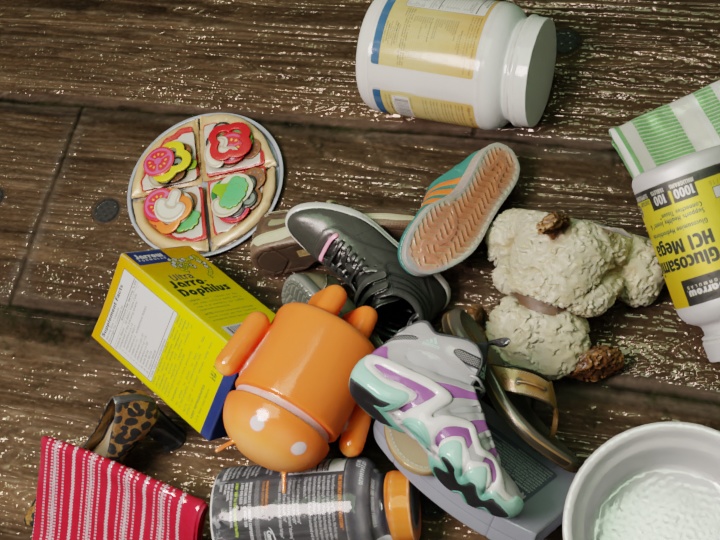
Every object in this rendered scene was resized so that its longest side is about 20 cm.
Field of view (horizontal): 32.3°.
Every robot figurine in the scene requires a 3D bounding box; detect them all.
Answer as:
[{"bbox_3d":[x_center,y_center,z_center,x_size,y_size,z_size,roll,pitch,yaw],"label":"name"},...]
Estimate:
[{"bbox_3d":[-0.057,0.113,1.216,0.117,0.144,0.200,15,65,36],"label":"robot figurine"}]

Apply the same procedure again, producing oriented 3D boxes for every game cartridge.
[{"bbox_3d":[0.115,0.190,1.223,0.200,0.041,0.133,36,33,27],"label":"game cartridge"}]

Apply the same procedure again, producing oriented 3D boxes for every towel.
[{"bbox_3d":[0.391,-0.138,1.359,0.200,0.023,0.153,-24,60,3],"label":"towel"},{"bbox_3d":[-0.252,0.265,1.278,0.200,0.022,0.145,19,112,18],"label":"towel"}]

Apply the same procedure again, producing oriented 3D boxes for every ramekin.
[{"bbox_3d":[0.289,0.249,1.148,0.200,0.098,0.201,-4,66,10],"label":"ramekin"}]

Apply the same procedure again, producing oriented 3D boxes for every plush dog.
[{"bbox_3d":[0.196,0.030,1.274,0.200,0.160,0.172,15,93,21],"label":"plush dog"}]

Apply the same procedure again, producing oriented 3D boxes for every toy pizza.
[{"bbox_3d":[-0.191,-0.109,1.496,0.200,0.032,0.201,-6,63,12],"label":"toy pizza"}]

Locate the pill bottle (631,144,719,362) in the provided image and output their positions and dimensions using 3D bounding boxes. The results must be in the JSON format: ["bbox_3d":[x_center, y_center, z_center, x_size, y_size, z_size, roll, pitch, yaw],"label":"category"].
[{"bbox_3d":[0.353,-0.016,1.231,0.112,0.112,0.200,-20,86,5],"label":"pill bottle"}]

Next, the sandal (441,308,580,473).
[{"bbox_3d":[0.156,0.111,1.221,0.055,0.082,0.200,-39,68,13],"label":"sandal"}]

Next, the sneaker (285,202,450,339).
[{"bbox_3d":[0.000,0.000,1.314,0.200,0.099,0.071,32,118,0],"label":"sneaker"}]

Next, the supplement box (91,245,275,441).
[{"bbox_3d":[-0.174,0.073,1.337,0.200,0.109,0.109,37,115,27],"label":"supplement box"}]

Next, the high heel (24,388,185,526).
[{"bbox_3d":[-0.294,0.197,1.310,0.200,0.143,0.071,-33,61,-2],"label":"high heel"}]

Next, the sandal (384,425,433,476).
[{"bbox_3d":[0.080,0.109,1.231,0.078,0.070,0.212,22,34,6],"label":"sandal"}]

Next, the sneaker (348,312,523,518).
[{"bbox_3d":[0.103,0.120,1.151,0.200,0.078,0.140,44,68,5],"label":"sneaker"}]

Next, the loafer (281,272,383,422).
[{"bbox_3d":[-0.002,0.075,1.328,0.070,0.075,0.200,-23,70,-41],"label":"loafer"}]

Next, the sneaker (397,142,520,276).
[{"bbox_3d":[0.096,-0.058,1.352,0.071,0.080,0.200,50,57,-11],"label":"sneaker"}]

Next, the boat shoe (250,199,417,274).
[{"bbox_3d":[-0.026,-0.052,1.403,0.202,0.075,0.075,-6,50,7],"label":"boat shoe"}]

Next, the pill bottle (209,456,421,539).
[{"bbox_3d":[-0.041,0.242,1.241,0.200,0.106,0.106,-6,63,12],"label":"pill bottle"}]

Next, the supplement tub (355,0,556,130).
[{"bbox_3d":[0.110,-0.239,1.414,0.200,0.145,0.145,13,69,20],"label":"supplement tub"}]
